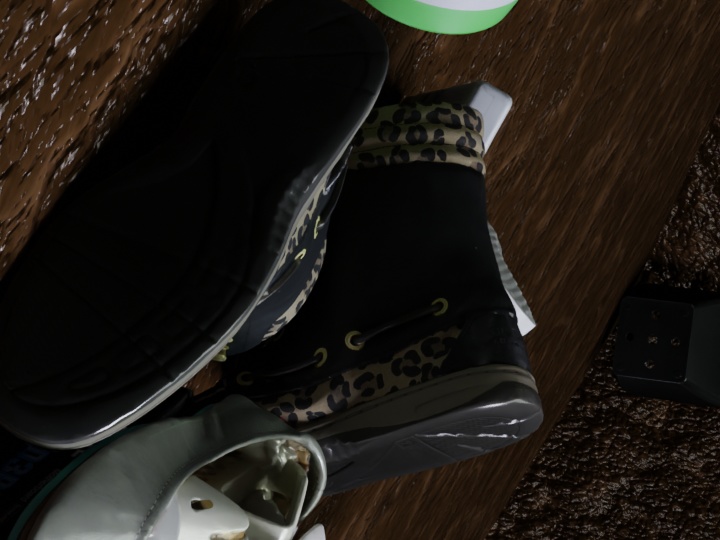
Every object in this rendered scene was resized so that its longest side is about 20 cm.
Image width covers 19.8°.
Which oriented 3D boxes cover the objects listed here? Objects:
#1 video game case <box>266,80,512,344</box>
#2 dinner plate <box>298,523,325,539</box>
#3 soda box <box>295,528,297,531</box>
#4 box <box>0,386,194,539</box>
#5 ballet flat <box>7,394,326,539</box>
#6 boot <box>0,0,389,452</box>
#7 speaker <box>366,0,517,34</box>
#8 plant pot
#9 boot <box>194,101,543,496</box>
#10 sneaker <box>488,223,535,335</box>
[{"bbox_3d":[0.000,0.000,1.028,0.201,0.023,0.182,-61,-170,-3],"label":"video game case"},{"bbox_3d":[-0.065,0.187,0.799,0.201,0.024,0.200,-54,171,-12],"label":"dinner plate"},{"bbox_3d":[-0.098,0.156,1.003,0.064,0.068,0.200,-63,169,12],"label":"soda box"},{"bbox_3d":[-0.123,0.150,0.785,0.200,0.046,0.160,-42,137,-60],"label":"box"},{"bbox_3d":[-0.060,0.087,0.750,0.068,0.063,0.200,-69,167,13],"label":"ballet flat"},{"bbox_3d":[-0.064,0.008,0.775,0.204,0.073,0.154,-53,171,-26],"label":"boot"},{"bbox_3d":[0.052,-0.189,0.775,0.089,0.088,0.201,-49,164,-48],"label":"speaker"},{"bbox_3d":[0.530,0.123,3.529,0.177,0.199,0.201,11,86,-59],"label":"plant pot"},{"bbox_3d":[-0.022,0.017,0.904,0.073,0.199,0.152,34,46,-56],"label":"boot"},{"bbox_3d":[0.019,0.004,1.125,0.114,0.073,0.201,-37,-158,10],"label":"sneaker"}]
